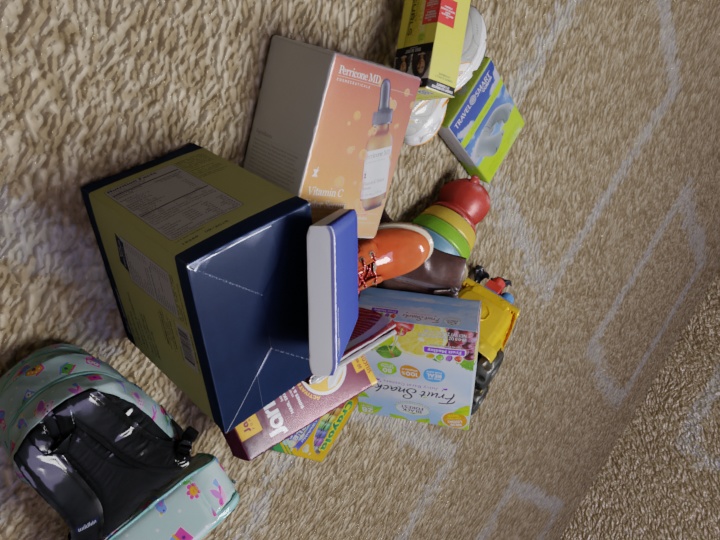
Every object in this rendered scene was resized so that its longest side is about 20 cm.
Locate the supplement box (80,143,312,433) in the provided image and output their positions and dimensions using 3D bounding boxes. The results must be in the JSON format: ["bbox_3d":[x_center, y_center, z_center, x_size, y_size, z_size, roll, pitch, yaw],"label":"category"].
[{"bbox_3d":[-0.153,0.009,0.683,0.134,0.199,0.202,-30,133,-33],"label":"supplement box"}]

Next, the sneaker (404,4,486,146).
[{"bbox_3d":[0.095,-0.270,0.897,0.092,0.075,0.201,26,91,-48],"label":"sneaker"}]

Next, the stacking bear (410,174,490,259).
[{"bbox_3d":[0.127,-0.058,1.043,0.201,0.113,0.122,-53,142,-17],"label":"stacking bear"}]

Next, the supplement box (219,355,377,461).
[{"bbox_3d":[-0.093,0.145,0.877,0.199,0.086,0.111,-27,94,-27],"label":"supplement box"}]

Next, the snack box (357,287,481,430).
[{"bbox_3d":[0.079,0.126,0.946,0.068,0.167,0.201,-70,162,-47],"label":"snack box"}]

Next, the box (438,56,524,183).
[{"bbox_3d":[0.177,-0.234,1.032,0.123,0.047,0.200,-59,143,-3],"label":"box"}]

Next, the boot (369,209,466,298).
[{"bbox_3d":[0.064,-0.034,0.926,0.072,0.165,0.202,-69,167,-62],"label":"boot"}]

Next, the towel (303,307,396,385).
[{"bbox_3d":[-0.072,0.070,0.819,0.143,0.199,0.023,-27,119,-36],"label":"towel"}]

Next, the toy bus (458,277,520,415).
[{"bbox_3d":[0.180,0.109,1.095,0.192,0.135,0.201,-45,156,-33],"label":"toy bus"}]

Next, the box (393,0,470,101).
[{"bbox_3d":[0.090,-0.312,0.819,0.050,0.075,0.202,9,93,-37],"label":"box"}]

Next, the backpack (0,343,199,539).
[{"bbox_3d":[-0.285,0.174,0.698,0.167,0.126,0.201,-46,143,-20],"label":"backpack"}]

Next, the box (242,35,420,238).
[{"bbox_3d":[-0.038,-0.150,0.791,0.151,0.106,0.202,-4,116,-47],"label":"box"}]

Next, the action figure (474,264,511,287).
[{"bbox_3d":[0.203,0.099,1.221,0.102,0.118,0.201,38,78,-47],"label":"action figure"}]

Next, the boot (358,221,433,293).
[{"bbox_3d":[0.000,0.000,0.849,0.198,0.107,0.076,-14,114,2],"label":"boot"}]

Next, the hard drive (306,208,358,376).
[{"bbox_3d":[-0.024,0.011,0.682,0.200,0.025,0.133,-60,149,-79],"label":"hard drive"}]

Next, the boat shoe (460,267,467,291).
[{"bbox_3d":[0.102,0.051,1.108,0.200,0.071,0.065,-50,142,-12],"label":"boat shoe"}]

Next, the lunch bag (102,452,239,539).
[{"bbox_3d":[-0.242,0.308,0.821,0.199,0.077,0.160,-36,180,-27],"label":"lunch bag"}]

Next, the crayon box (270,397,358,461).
[{"bbox_3d":[-0.078,0.214,1.023,0.126,0.051,0.200,-59,143,-2],"label":"crayon box"}]
